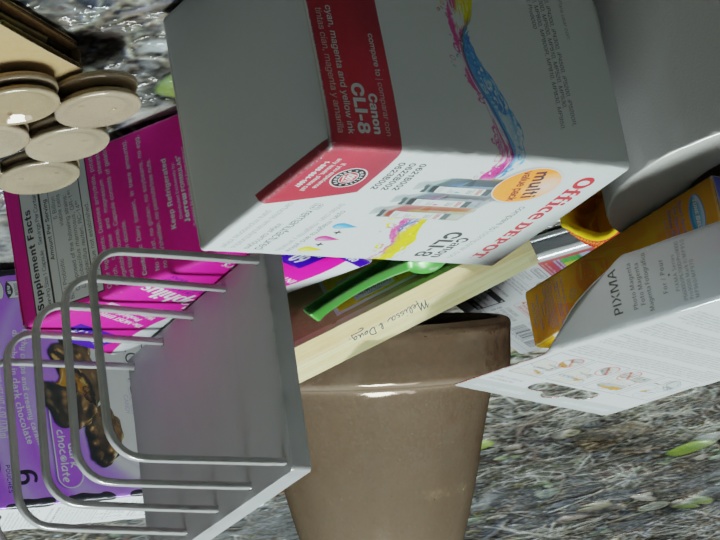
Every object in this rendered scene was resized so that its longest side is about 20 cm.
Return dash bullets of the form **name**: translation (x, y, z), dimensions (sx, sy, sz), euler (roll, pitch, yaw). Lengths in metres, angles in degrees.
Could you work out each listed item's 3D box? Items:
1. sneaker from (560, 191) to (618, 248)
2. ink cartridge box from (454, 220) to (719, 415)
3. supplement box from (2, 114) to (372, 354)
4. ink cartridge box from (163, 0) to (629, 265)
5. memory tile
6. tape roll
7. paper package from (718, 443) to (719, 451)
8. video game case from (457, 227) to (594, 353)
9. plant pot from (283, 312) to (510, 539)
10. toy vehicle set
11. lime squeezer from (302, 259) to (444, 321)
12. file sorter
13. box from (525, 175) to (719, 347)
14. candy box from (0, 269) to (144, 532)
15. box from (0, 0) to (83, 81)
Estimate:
- **sneaker**: translation (0.213, -0.059, 1.798), dimensions (0.077, 0.073, 0.200), euler (19, 143, -37)
- **ink cartridge box**: translation (0.176, 0.030, 1.546), dimensions (0.200, 0.057, 0.162), euler (-15, 162, 37)
- **supplement box**: translation (-0.108, -0.030, 1.668), dimensions (0.200, 0.103, 0.101), euler (-19, 160, 27)
- **ink cartridge box**: translation (0.020, -0.096, 1.484), dimensions (0.200, 0.145, 0.145), euler (2, 157, -33)
- **memory tile**: translation (-0.236, -0.078, 1.532), dimensions (0.200, 0.017, 0.153), euler (-1, 159, -27)
- **tape roll**: translation (0.225, -0.114, 1.548), dimensions (0.202, 0.139, 0.203), euler (-10, 161, -3)
- **paper package**: translation (0.472, 0.185, 2.552), dimensions (0.200, 0.104, 0.191), euler (6, 153, -37)
- **video game case**: translation (0.170, 0.007, 2.026), dimensions (0.182, 0.023, 0.200), euler (-17, 158, 17)
- **plant pot**: translation (0.015, 0.122, 1.953), dimensions (0.200, 0.175, 0.200), euler (-4, -178, 0)
- **toy vehicle set**: translation (0.000, 0.000, 1.710), dimensions (0.200, 0.124, 0.027), euler (-26, 124, -2)
- **lime squeezer**: translation (0.041, -0.043, 1.640), dimensions (0.071, 0.200, 0.038), euler (38, 177, -36)
- **file sorter**: translation (-0.135, 0.082, 1.612), dimensions (0.124, 0.139, 0.200), euler (4, 157, -28)
- **box**: translation (0.202, -0.005, 1.577), dimensions (0.119, 0.042, 0.200), euler (4, 153, -35)
- **candy box**: translation (-0.164, 0.082, 1.845), dimensions (0.200, 0.168, 0.072), euler (-5, 161, -17)
- **box**: translation (-0.278, -0.109, 1.479), dimensions (0.200, 0.021, 0.163), euler (-18, 159, 21)
